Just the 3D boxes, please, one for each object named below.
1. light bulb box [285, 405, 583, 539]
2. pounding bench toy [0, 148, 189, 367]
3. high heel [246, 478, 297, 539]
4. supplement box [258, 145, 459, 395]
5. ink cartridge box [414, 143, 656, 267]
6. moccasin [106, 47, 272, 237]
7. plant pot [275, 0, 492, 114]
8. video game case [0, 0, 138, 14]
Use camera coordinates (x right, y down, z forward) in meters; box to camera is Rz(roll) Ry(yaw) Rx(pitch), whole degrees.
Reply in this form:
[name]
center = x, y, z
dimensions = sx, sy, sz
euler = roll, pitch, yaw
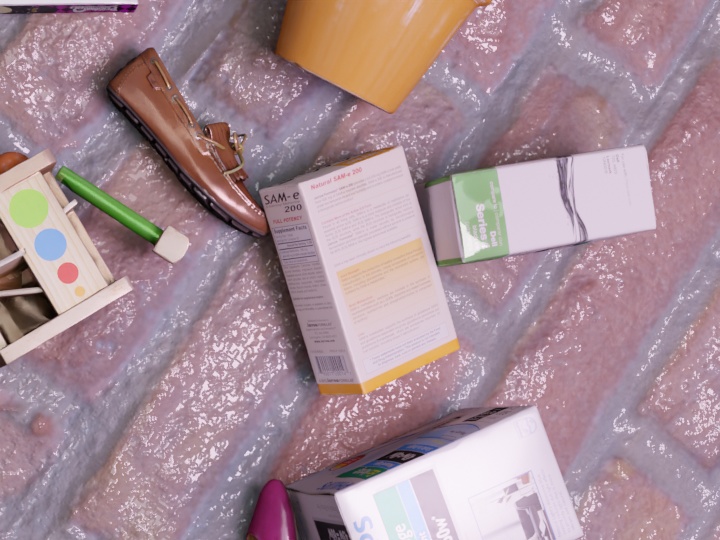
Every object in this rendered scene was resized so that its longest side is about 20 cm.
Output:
[light bulb box]
center = 0.059, 0.215, 1.382
dimensions = 0.199, 0.198, 0.126
euler = -21, 90, -17
[pounding bench toy]
center = -0.266, -0.035, 1.345
dimensions = 0.199, 0.124, 0.157
euler = -31, 94, -16
[high heel]
center = -0.111, 0.289, 1.393
dimensions = 0.095, 0.067, 0.202
euler = 4, 88, -26
[supplement box]
center = 0.000, 0.000, 1.419
dimensions = 0.125, 0.073, 0.202
euler = -21, 99, -35
[ink cartridge box]
center = 0.159, -0.059, 1.457
dimensions = 0.198, 0.146, 0.085
euler = -9, 90, -16
[moccasin]
center = -0.144, -0.116, 1.417
dimensions = 0.078, 0.074, 0.202
euler = -41, 90, -7
[plant pot]
center = 0.016, -0.253, 1.418
dimensions = 0.199, 0.200, 0.184
euler = 25, 95, -13
[video game case]
center = -0.299, -0.335, 1.403
dimensions = 0.180, 0.036, 0.202
euler = -3, 87, -17
